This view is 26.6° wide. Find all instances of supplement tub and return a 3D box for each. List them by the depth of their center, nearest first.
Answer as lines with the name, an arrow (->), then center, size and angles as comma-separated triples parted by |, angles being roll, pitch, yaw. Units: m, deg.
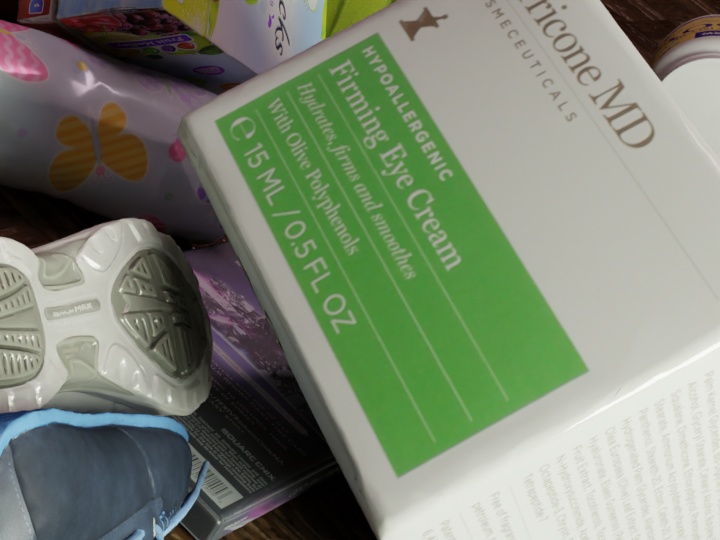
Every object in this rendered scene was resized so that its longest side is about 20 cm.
supplement tub -> 0.351, -0.168, 1.515 | 0.145, 0.146, 0.200 | 34, 23, 1

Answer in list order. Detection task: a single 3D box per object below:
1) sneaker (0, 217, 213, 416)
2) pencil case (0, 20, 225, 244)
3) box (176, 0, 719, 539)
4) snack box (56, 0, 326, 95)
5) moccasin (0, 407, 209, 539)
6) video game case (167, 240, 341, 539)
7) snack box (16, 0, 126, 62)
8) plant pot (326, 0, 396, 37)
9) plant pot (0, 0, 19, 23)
sneaker -> -0.132, 0.026, 0.579 | 0.199, 0.098, 0.079 | 8, 69, -62
pencil case -> -0.146, -0.074, 0.763 | 0.198, 0.084, 0.091 | 17, 14, -35
box -> 0.060, 0.023, 0.611 | 0.200, 0.170, 0.201 | 61, -3, 33
snack box -> -0.081, -0.186, 0.832 | 0.067, 0.171, 0.200 | -2, -10, 20
moccasin -> -0.104, 0.086, 0.507 | 0.200, 0.079, 0.069 | 25, 54, -77
video game case -> -0.064, 0.047, 0.719 | 0.143, 0.019, 0.199 | 42, 23, 16
snack box -> -0.121, -0.135, 0.851 | 0.024, 0.073, 0.200 | 1, -14, 23
plant pot -> -0.091, -0.233, 1.035 | 0.190, 0.202, 0.201 | 7, 33, -25
plant pot -> -0.224, -0.226, 0.837 | 0.200, 0.200, 0.140 | 50, 12, 33
